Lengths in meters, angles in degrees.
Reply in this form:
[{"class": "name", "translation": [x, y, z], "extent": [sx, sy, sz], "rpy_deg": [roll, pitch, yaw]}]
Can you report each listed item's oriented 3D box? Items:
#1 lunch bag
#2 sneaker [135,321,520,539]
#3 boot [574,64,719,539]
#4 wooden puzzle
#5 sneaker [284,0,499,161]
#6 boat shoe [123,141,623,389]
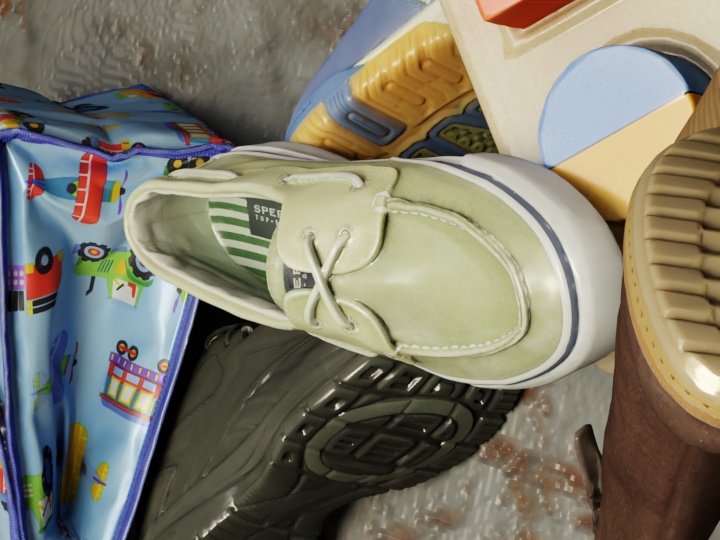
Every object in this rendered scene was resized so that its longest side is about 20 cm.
[{"class": "lunch bag", "translation": [-0.113, 0.036, 0.970], "extent": [0.151, 0.093, 0.202], "rpy_deg": [-144, 59, -70]}, {"class": "sneaker", "translation": [-0.021, 0.046, 0.904], "extent": [0.200, 0.076, 0.091], "rpy_deg": [-40, 46, 30]}, {"class": "boot", "translation": [0.092, 0.037, 0.652], "extent": [0.072, 0.200, 0.167], "rpy_deg": [15, 121, 6]}, {"class": "wooden puzzle", "translation": [0.105, -0.092, 0.752], "extent": [0.184, 0.046, 0.201], "rpy_deg": [-28, 79, 27]}, {"class": "sneaker", "translation": [0.046, -0.105, 0.866], "extent": [0.200, 0.075, 0.088], "rpy_deg": [-42, 47, 23]}, {"class": "boat shoe", "translation": [0.000, 0.000, 0.792], "extent": [0.199, 0.062, 0.073], "rpy_deg": [10, 111, 52]}]
